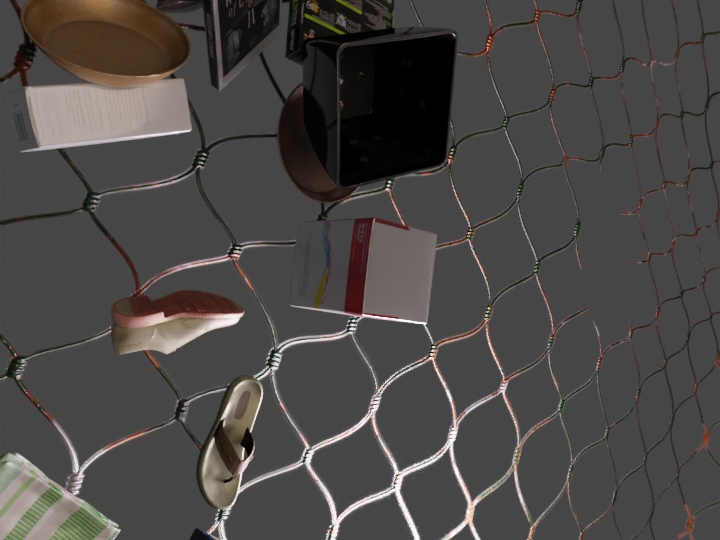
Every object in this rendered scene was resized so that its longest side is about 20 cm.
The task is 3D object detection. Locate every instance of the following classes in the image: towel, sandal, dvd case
[{"bbox_3d":[-0.427,0.347,0.860,0.154,0.023,0.201,-54,124,-23],"label":"towel"},{"bbox_3d":[-0.195,0.264,1.027,0.079,0.057,0.205,20,81,-39],"label":"sandal"},{"bbox_3d":[-0.161,-0.366,0.935,0.025,0.201,0.151,35,65,7],"label":"dvd case"}]

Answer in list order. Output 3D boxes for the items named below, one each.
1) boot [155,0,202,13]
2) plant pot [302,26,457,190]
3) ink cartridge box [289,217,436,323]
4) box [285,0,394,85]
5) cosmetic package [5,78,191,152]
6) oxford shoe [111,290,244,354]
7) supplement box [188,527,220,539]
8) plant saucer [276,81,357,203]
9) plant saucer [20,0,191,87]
[{"bbox_3d":[-0.238,-0.476,0.929,0.185,0.064,0.204,-33,112,-36],"label":"boot"},{"bbox_3d":[0.009,-0.265,1.003,0.196,0.177,0.204,-17,127,-27],"label":"plant pot"},{"bbox_3d":[0.000,0.000,1.081,0.143,0.198,0.148,9,85,-40],"label":"ink cartridge box"},{"bbox_3d":[-0.028,-0.411,1.103,0.197,0.047,0.198,11,79,-40],"label":"box"},{"bbox_3d":[-0.327,-0.199,0.849,0.198,0.101,0.076,-19,107,-39],"label":"cosmetic package"},{"bbox_3d":[-0.262,0.076,0.961,0.197,0.071,0.075,-1,115,-37],"label":"oxford shoe"},{"bbox_3d":[-0.197,0.536,0.998,0.200,0.133,0.202,44,67,-34],"label":"supplement box"},{"bbox_3d":[-0.063,-0.215,1.115,0.197,0.034,0.205,-4,96,-41],"label":"plant saucer"},{"bbox_3d":[-0.312,-0.283,0.830,0.198,0.201,0.036,-15,145,-38],"label":"plant saucer"}]
